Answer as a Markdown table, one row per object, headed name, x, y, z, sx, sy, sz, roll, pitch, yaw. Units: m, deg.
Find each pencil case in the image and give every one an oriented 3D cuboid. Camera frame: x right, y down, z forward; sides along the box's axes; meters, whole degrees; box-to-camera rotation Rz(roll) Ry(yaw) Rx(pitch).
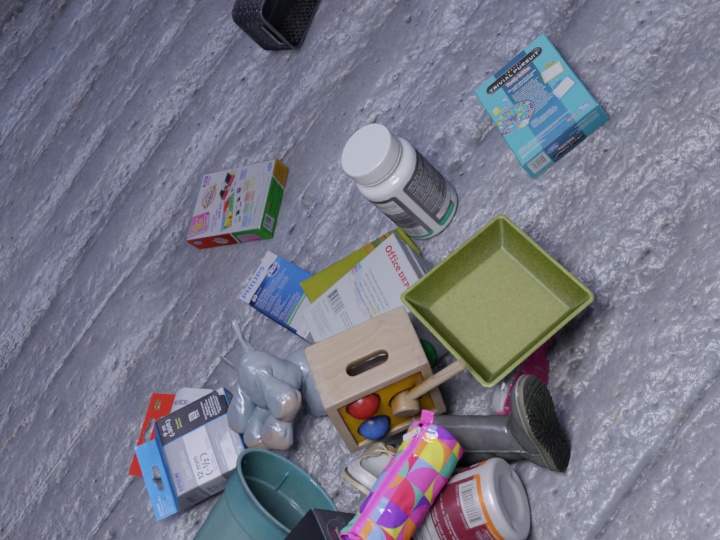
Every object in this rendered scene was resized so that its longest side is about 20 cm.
| name | x | y | z | sx | sy | sz | roll | pitch | yaw |
| --- | --- | --- | --- | --- | --- | --- | --- | --- | --- |
| pencil case | 0.055 | 0.286 | 1.375 | 0.088 | 0.089 | 0.201 | 11 | 59 | 42 |

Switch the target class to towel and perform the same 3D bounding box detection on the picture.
| name | x | y | z | sx | sy | sz | roll | pitch | yaw |
| --- | --- | --- | --- | --- | --- | --- | --- | --- | --- |
| towel | 0.000 | 0.000 | 1.749 | 0.198 | 0.018 | 0.086 | -30 | 43 | -6 |

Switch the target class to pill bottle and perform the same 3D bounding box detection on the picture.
| name | x | y | z | sx | sy | sz | roll | pitch | yaw |
| --- | --- | --- | --- | --- | --- | --- | --- | --- | --- |
| pill bottle | 0.121 | 0.338 | 1.435 | 0.198 | 0.114 | 0.115 | -25 | 52 | 27 |
| pill bottle | 0.063 | -0.144 | 1.701 | 0.112 | 0.200 | 0.114 | -19 | 53 | 28 |

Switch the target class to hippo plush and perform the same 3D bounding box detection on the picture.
| name | x | y | z | sx | sy | sz | roll | pitch | yaw |
| --- | --- | --- | --- | --- | --- | --- | --- | --- | --- |
| hippo plush | -0.123 | 0.193 | 1.700 | 0.201 | 0.159 | 0.160 | 51 | 130 | 28 |

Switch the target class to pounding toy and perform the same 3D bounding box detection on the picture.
| name | x | y | z | sx | sy | sz | roll | pitch | yaw |
| --- | --- | --- | --- | --- | --- | --- | --- | --- | --- |
| pounding toy | 0.046 | 0.156 | 1.472 | 0.198 | 0.185 | 0.143 | -23 | 55 | 0 |

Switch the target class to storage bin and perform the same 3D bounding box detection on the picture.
| name | x | y | z | sx | sy | sz | roll | pitch | yaw |
| --- | --- | --- | --- | --- | --- | --- | --- | --- | --- |
| storage bin | -0.164 | -0.570 | 2.178 | 0.093 | 0.135 | 0.202 | 9 | 71 | 41 |

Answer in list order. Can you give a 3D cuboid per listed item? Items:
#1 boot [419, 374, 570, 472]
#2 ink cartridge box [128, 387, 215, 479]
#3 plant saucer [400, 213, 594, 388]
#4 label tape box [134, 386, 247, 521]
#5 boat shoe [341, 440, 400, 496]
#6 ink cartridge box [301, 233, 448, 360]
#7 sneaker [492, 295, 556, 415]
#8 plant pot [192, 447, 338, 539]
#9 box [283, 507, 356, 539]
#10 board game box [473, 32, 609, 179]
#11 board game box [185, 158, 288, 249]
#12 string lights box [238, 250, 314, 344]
| name | x | y | z | sx | sy | sz | roll | pitch | yaw |
| --- | --- | --- | --- | --- | --- | --- | --- | --- | --- |
| boot | 0.170 | 0.209 | 1.438 | 0.198 | 0.183 | 0.073 | 4 | 41 | 38 |
| ink cartridge box | -0.342 | 0.292 | 1.885 | 0.198 | 0.057 | 0.165 | 0 | 66 | 34 |
| plant saucer | 0.190 | 0.049 | 1.471 | 0.199 | 0.048 | 0.200 | -38 | 56 | -10 |
| label tape box | -0.284 | 0.307 | 1.764 | 0.198 | 0.066 | 0.144 | -26 | 61 | 1 |
| boat shoe | 0.025 | 0.279 | 1.500 | 0.074 | 0.200 | 0.069 | 36 | 91 | 6 |
| ink cartridge box | 0.042 | 0.078 | 1.627 | 0.200 | 0.144 | 0.146 | -40 | 47 | 15 |
| sneaker | 0.222 | 0.118 | 1.512 | 0.087 | 0.081 | 0.202 | 0 | 57 | 40 |
| plant pot | -0.159 | 0.407 | 1.581 | 0.197 | 0.199 | 0.201 | -51 | 45 | 14 |
| box | -0.065 | 0.435 | 1.423 | 0.201 | 0.105 | 0.123 | -52 | 45 | 20 |
| board game box | 0.287 | -0.267 | 1.698 | 0.150 | 0.047 | 0.201 | -38 | 47 | 16 |
| board game box | -0.241 | -0.128 | 2.051 | 0.198 | 0.040 | 0.155 | -6 | 62 | 37 |
| string lights box | -0.114 | 0.049 | 1.832 | 0.199 | 0.059 | 0.104 | 27 | 83 | 45 |
